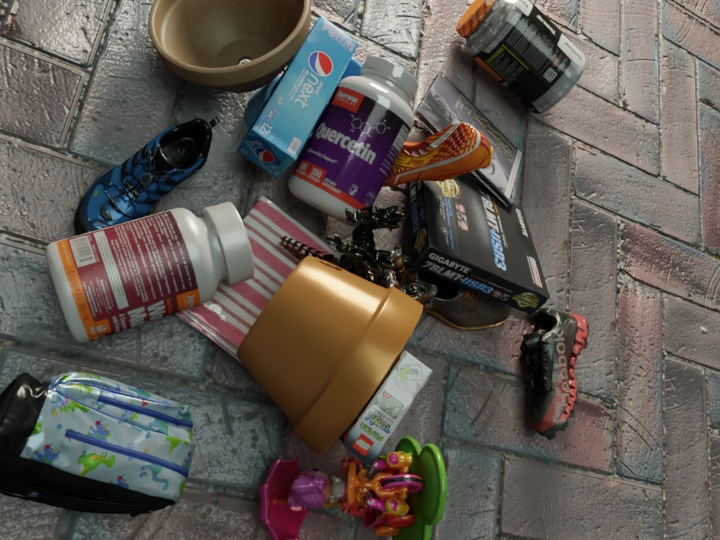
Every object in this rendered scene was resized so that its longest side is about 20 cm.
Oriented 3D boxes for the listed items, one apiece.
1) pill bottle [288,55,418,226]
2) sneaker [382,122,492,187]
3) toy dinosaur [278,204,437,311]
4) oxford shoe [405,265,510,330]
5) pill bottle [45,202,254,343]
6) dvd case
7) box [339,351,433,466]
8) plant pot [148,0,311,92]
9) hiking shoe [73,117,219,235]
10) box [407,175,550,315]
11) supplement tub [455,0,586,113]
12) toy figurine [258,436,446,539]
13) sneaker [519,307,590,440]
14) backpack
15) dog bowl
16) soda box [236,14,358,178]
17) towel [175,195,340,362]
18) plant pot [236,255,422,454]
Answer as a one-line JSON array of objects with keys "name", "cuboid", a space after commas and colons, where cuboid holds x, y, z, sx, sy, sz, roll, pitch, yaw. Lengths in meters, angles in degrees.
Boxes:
[{"name": "pill bottle", "cuboid": [-0.004, -0.166, 0.856, 0.112, 0.112, 0.202, 27, 92, -18]}, {"name": "sneaker", "cuboid": [0.084, -0.141, 0.897, 0.077, 0.198, 0.074, 31, 65, -48]}, {"name": "toy dinosaur", "cuboid": [0.000, 0.000, 0.823, 0.197, 0.136, 0.103, 1, 53, -14]}, {"name": "oxford shoe", "cuboid": [0.140, 0.039, 0.935, 0.198, 0.073, 0.072, 12, 71, -25]}, {"name": "pill bottle", "cuboid": [-0.223, -0.004, 0.721, 0.198, 0.109, 0.111, -19, 85, -21]}, {"name": "dvd case", "cuboid": [0.174, -0.206, 1.026, 0.200, 0.016, 0.149, 42, 40, -12]}, {"name": "box", "cuboid": [0.018, 0.143, 0.728, 0.035, 0.200, 0.111, 35, 81, 0]}, {"name": "plant pot", "cuboid": [-0.157, -0.294, 0.840, 0.198, 0.093, 0.203, -2, 62, 3]}, {"name": "hiking shoe", "cuboid": [-0.249, -0.111, 0.764, 0.074, 0.087, 0.201, 43, 61, -10]}, {"name": "box", "cuboid": [0.161, -0.052, 0.941, 0.197, 0.050, 0.201, 22, 41, -19]}, {"name": "supplement tub", "cuboid": [0.258, -0.363, 1.080, 0.199, 0.122, 0.123, 37, 62, -15]}, {"name": "toy figurine", "cuboid": [-0.021, 0.254, 0.742, 0.182, 0.201, 0.152, 4, 59, -14]}, {"name": "sneaker", "cuboid": [0.275, 0.142, 0.980, 0.097, 0.071, 0.202, 29, 63, -18]}, {"name": "backpack", "cuboid": [-0.259, 0.172, 0.647, 0.199, 0.163, 0.155, 37, 48, -21]}, {"name": "dog bowl", "cuboid": [-0.063, -0.233, 0.918, 0.199, 0.049, 0.112, -35, 94, -30]}, {"name": "soda box", "cuboid": [-0.077, -0.220, 0.839, 0.064, 0.068, 0.201, 33, 64, -16]}, {"name": "towel", "cuboid": [-0.119, 0.019, 0.834, 0.146, 0.030, 0.201, 39, 59, -14]}, {"name": "plant pot", "cuboid": [-0.043, 0.079, 0.738, 0.139, 0.200, 0.201, 36, 62, -1]}]
